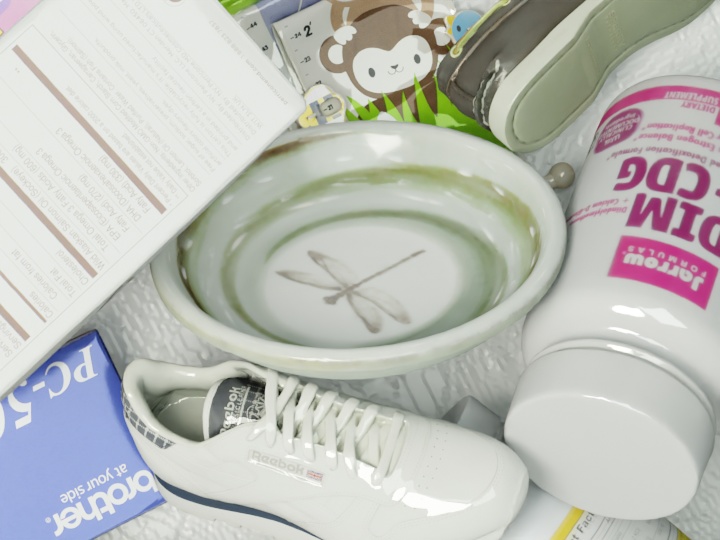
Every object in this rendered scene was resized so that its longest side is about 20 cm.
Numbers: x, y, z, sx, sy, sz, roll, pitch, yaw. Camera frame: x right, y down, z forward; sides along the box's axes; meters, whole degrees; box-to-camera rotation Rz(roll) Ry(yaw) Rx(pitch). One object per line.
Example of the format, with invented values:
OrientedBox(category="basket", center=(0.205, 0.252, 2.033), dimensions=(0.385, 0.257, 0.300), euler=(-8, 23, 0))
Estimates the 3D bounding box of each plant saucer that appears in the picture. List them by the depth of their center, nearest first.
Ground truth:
OrientedBox(category="plant saucer", center=(0.000, 0.000, 1.266), dimensions=(0.199, 0.200, 0.050), euler=(-9, 126, -6))

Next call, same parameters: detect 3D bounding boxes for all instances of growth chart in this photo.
OrientedBox(category="growth chart", center=(0.007, -0.092, 1.350), dimensions=(0.144, 0.018, 0.200), euler=(-37, 93, -7))

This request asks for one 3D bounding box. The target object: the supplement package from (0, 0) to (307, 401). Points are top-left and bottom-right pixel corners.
OrientedBox(category="supplement package", center=(-0.137, -0.044, 1.187), dimensions=(0.200, 0.117, 0.117), euler=(-43, 94, -6))

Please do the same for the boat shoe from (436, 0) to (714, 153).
OrientedBox(category="boat shoe", center=(0.124, -0.143, 1.337), dimensions=(0.201, 0.072, 0.060), euler=(-40, 53, -19))

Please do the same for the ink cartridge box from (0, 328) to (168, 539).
OrientedBox(category="ink cartridge box", center=(-0.200, 0.114, 1.307), dimensions=(0.199, 0.044, 0.094), euler=(-27, 93, -6))

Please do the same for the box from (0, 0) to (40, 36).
OrientedBox(category="box", center=(-0.222, -0.061, 1.285), dimensions=(0.176, 0.097, 0.200), euler=(45, 85, -3))

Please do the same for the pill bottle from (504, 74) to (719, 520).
OrientedBox(category="pill bottle", center=(0.143, 0.013, 1.272), dimensions=(0.113, 0.113, 0.201), euler=(27, 54, -5))

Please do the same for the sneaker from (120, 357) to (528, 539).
OrientedBox(category="sneaker", center=(-0.020, 0.085, 1.233), dimensions=(0.199, 0.081, 0.077), euler=(6, 53, 22))

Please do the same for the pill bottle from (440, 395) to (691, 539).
OrientedBox(category="pill bottle", center=(0.105, 0.156, 1.305), dimensions=(0.200, 0.112, 0.112), euler=(40, 85, -3))
